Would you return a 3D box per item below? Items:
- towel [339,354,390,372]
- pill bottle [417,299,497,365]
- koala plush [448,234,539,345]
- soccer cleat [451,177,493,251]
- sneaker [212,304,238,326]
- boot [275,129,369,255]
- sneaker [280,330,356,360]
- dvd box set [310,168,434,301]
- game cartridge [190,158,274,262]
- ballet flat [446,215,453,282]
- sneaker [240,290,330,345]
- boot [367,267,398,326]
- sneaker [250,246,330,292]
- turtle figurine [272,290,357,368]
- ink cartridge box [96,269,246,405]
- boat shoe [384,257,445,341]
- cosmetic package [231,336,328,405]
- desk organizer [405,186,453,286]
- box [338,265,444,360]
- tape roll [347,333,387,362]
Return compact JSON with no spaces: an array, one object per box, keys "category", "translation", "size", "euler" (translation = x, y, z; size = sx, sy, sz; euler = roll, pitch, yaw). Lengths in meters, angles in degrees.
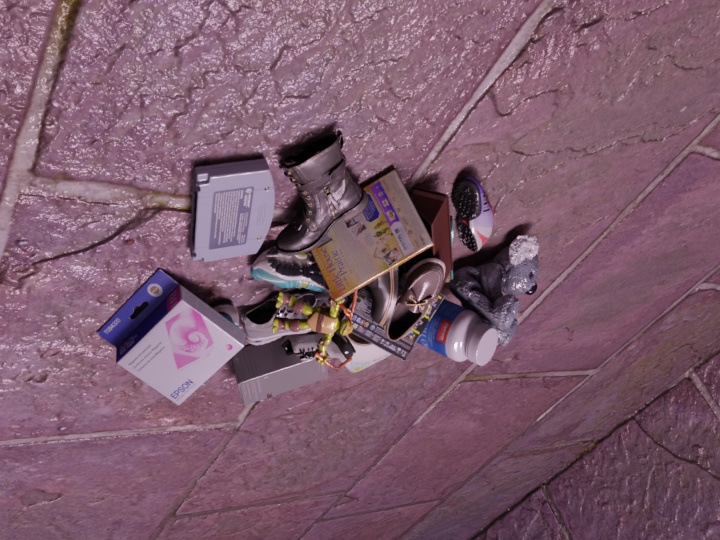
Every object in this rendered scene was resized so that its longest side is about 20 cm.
[{"category":"towel","translation":[0.020,0.152,1.715],"size":[0.168,0.049,0.201],"euler":[-28,148,2]},{"category":"pill bottle","translation":[0.192,0.127,1.633],"size":[0.111,0.197,0.115],"euler":[-24,124,-42]},{"category":"koala plush","translation":[0.311,0.017,1.652],"size":[0.200,0.183,0.178],"euler":[-45,159,-8]},{"category":"soccer cleat","translation":[0.223,-0.120,1.463],"size":[0.073,0.068,0.202],"euler":[-42,148,-17]},{"category":"sneaker","translation":[-0.301,0.146,1.437],"size":[0.199,0.081,0.077],"euler":[-42,144,25]},{"category":"boot","translation":[-0.087,-0.127,1.233],"size":[0.198,0.070,0.175],"euler":[-34,143,4]},{"category":"sneaker","translation":[-0.084,0.152,1.506],"size":[0.080,0.198,0.075],"euler":[-43,117,-26]},{"category":"dvd box set","translation":[0.010,-0.060,1.312],"size":[0.197,0.149,0.029],"euler":[-30,170,7]},{"category":"game cartridge","translation":[-0.204,-0.095,1.215],"size":[0.130,0.042,0.202],"euler":[-14,146,-25]},{"category":"ballet flat","translation":[0.154,-0.039,1.521],"size":[0.063,0.072,0.202],"euler":[-2,143,5]},{"category":"sneaker","translation":[-0.139,0.082,1.475],"size":[0.196,0.076,0.083],"euler":[-25,146,-5]},{"category":"boot","translation":[0.000,0.000,1.401],"size":[0.135,0.077,0.205],"euler":[1,105,-15]},{"category":"sneaker","translation":[-0.114,0.002,1.401],"size":[0.197,0.079,0.079],"euler":[16,149,-40]},{"category":"turtle figurine","translation":[-0.077,0.082,1.390],"size":[0.157,0.065,0.203],"euler":[14,125,-1]},{"category":"ink cartridge box","translation":[-0.337,0.124,1.344],"size":[0.199,0.044,0.196],"euler":[39,115,-24]},{"category":"boat shoe","translation":[0.100,0.057,1.416],"size":[0.071,0.060,0.201],"euler":[23,135,-13]},{"category":"cosmetic package","translation":[-0.170,0.201,1.616],"size":[0.195,0.092,0.108],"euler":[-15,146,-10]},{"category":"desk organizer","translation":[0.124,-0.049,1.412],"size":[0.078,0.070,0.202],"euler":[-58,153,-34]},{"category":"box","translation":[0.057,0.071,1.521],"size":[0.198,0.044,0.162],"euler":[30,93,-36]},{"category":"tape roll","translation":[0.013,0.104,1.591],"size":[0.198,0.037,0.207],"euler":[-10,127,-14]}]
